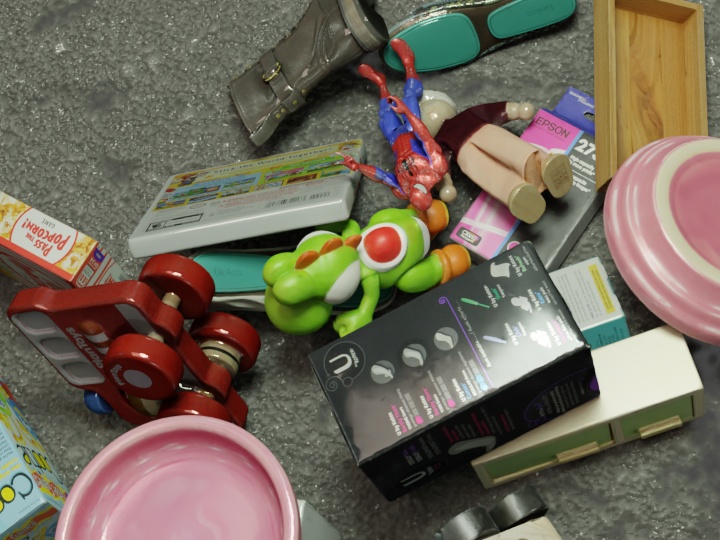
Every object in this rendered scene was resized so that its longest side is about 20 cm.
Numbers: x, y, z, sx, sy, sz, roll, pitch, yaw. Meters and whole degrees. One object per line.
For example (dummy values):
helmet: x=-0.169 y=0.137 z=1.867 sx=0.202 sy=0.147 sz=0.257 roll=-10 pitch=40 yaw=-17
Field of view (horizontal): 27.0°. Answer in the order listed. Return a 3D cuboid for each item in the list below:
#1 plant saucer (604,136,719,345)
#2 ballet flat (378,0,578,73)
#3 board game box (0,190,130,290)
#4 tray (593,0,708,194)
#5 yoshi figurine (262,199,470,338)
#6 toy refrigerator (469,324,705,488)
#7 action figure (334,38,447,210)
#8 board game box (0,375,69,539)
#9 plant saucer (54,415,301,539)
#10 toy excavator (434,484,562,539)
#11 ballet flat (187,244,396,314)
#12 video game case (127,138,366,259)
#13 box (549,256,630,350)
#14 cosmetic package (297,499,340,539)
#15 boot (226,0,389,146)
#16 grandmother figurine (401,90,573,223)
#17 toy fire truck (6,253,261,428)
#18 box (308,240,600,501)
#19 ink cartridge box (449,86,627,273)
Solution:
plant saucer: x=0.305 y=-0.034 z=1.258 sx=0.200 sy=0.051 sz=0.201 roll=9 pitch=58 yaw=-14
ballet flat: x=0.112 y=-0.246 z=1.458 sx=0.199 sy=0.074 sz=0.074 roll=-14 pitch=64 yaw=6
board game box: x=-0.306 y=-0.019 z=1.407 sx=0.200 sy=0.152 sz=0.046 roll=25 pitch=74 yaw=23
tray: x=0.263 y=-0.158 z=1.366 sx=0.098 sy=0.037 sz=0.201 roll=10 pitch=67 yaw=-15
yoshi figurine: x=-0.009 y=0.003 z=1.323 sx=0.199 sy=0.112 sz=0.112 roll=-13 pitch=23 yaw=-36
toy refrigerator: x=0.185 y=0.118 z=1.264 sx=0.199 sy=0.076 sz=0.070 roll=-20 pitch=63 yaw=5
action figure: x=0.023 y=-0.138 z=1.354 sx=0.065 sy=0.099 sz=0.200 roll=-37 pitch=46 yaw=24
board game box: x=-0.349 y=0.175 z=1.359 sx=0.105 sy=0.103 sz=0.200 roll=-35 pitch=63 yaw=-3
plant saucer: x=-0.140 y=0.216 z=1.182 sx=0.200 sy=0.051 sz=0.201 roll=-6 pitch=64 yaw=11
toy excavator: x=0.065 y=0.284 z=1.211 sx=0.100 sy=0.194 sz=0.200 roll=55 pitch=132 yaw=23
ballet flat: x=-0.069 y=0.013 z=1.373 sx=0.199 sy=0.069 sz=0.070 roll=2 pitch=64 yaw=-16
video game case: x=-0.099 y=-0.068 z=1.383 sx=0.199 sy=0.023 sz=0.182 roll=-11 pitch=21 yaw=10
box: x=0.129 y=0.062 z=1.304 sx=0.199 sy=0.049 sz=0.082 roll=-20 pitch=40 yaw=6
cosmetic package: x=-0.142 y=0.289 z=1.247 sx=0.199 sy=0.123 sz=0.200 roll=4 pitch=68 yaw=17
boot: x=-0.065 y=-0.226 z=1.477 sx=0.174 sy=0.069 sz=0.200 roll=-36 pitch=34 yaw=17
grandmother figurine: x=0.108 y=-0.115 z=1.367 sx=0.121 sy=0.061 sz=0.200 roll=-36 pitch=41 yaw=-17
toy fire truck: x=-0.194 y=0.079 z=1.317 sx=0.167 sy=0.200 sz=0.112 roll=-6 pitch=48 yaw=29
box: x=0.077 y=0.083 z=1.197 sx=0.199 sy=0.122 sz=0.106 roll=-27 pitch=64 yaw=1
ink cartridge box: x=0.176 y=-0.080 z=1.378 sx=0.095 sy=0.037 sz=0.200 roll=31 pitch=75 yaw=24
